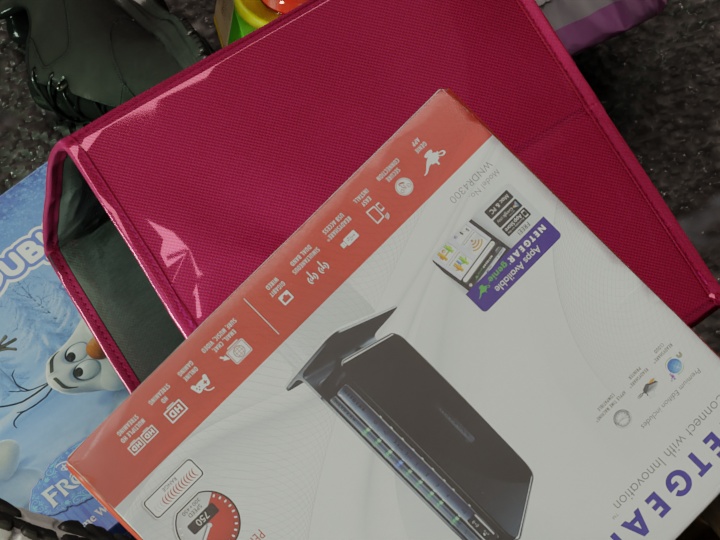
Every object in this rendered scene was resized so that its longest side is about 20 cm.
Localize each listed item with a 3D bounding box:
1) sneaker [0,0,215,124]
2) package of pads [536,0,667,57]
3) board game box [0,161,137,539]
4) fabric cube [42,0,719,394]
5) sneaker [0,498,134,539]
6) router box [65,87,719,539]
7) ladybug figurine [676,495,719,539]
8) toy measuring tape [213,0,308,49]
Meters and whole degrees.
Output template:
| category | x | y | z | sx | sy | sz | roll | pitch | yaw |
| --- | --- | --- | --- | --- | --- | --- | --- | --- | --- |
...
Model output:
| category | x | y | z | sx | sy | sz | roll | pitch | yaw |
| --- | --- | --- | --- | --- | --- | --- | --- | --- | --- |
| sneaker | -0.123 | -0.101 | 1.336 | 0.091 | 0.076 | 0.200 | -37 | 48 | -4 |
| package of pads | 0.063 | -0.157 | 1.279 | 0.120 | 0.076 | 0.200 | -24 | 24 | -6 |
| board game box | -0.165 | 0.067 | 1.226 | 0.200 | 0.043 | 0.199 | -38 | 55 | -17 |
| fabric cube | 0.000 | 0.000 | 1.101 | 0.199 | 0.196 | 0.200 | -31 | 84 | -14 |
| sneaker | -0.136 | 0.155 | 1.114 | 0.200 | 0.078 | 0.091 | 22 | 93 | -12 |
| router box | 0.024 | 0.065 | 0.956 | 0.179 | 0.049 | 0.200 | 44 | 82 | 5 |
| ladybug figurine | 0.126 | 0.145 | 1.000 | 0.136 | 0.072 | 0.200 | -39 | 53 | 10 |
| toy measuring tape | -0.041 | -0.143 | 1.352 | 0.073 | 0.074 | 0.200 | -17 | 37 | -1 |
